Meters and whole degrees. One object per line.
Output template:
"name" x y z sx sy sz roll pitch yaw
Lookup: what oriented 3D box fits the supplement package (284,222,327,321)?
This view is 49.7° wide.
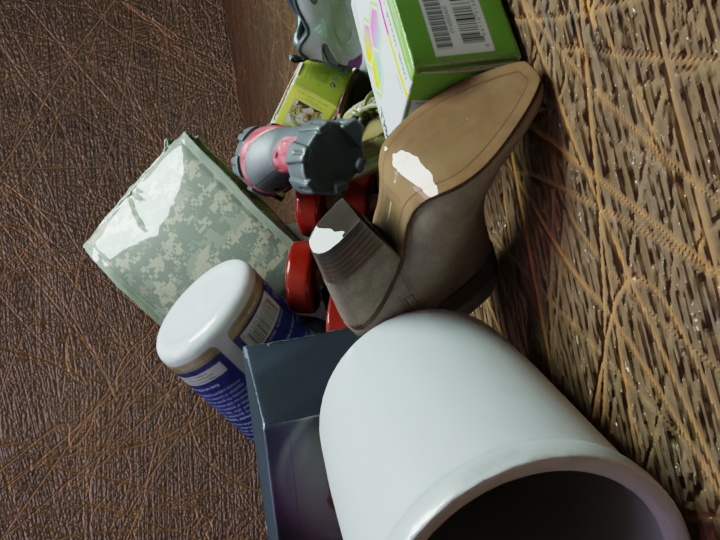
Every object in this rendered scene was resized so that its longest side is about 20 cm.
"supplement package" -0.083 0.021 0.959 0.152 0.194 0.155 -41 -57 -88

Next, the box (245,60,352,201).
"box" -0.064 -0.151 0.791 0.200 0.049 0.077 -47 20 60

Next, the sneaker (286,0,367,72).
"sneaker" -0.027 -0.270 0.648 0.078 0.136 0.205 -125 36 -63

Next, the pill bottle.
"pill bottle" -0.087 0.097 0.734 0.201 0.115 0.116 49 -176 -27

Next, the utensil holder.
"utensil holder" 0.065 0.133 0.458 0.200 0.165 0.175 -121 25 -69

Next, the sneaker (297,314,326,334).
"sneaker" -0.059 0.138 0.873 0.070 0.076 0.205 -44 -34 -54

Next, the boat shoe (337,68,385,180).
"boat shoe" 0.005 -0.135 0.694 0.201 0.072 0.064 -96 -15 -67

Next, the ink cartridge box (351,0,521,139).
"ink cartridge box" 0.040 -0.148 0.588 0.201 0.074 0.151 105 154 -63

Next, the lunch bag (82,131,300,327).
"lunch bag" -0.169 -0.023 0.823 0.200 0.164 0.118 44 -178 -8

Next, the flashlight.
"flashlight" -0.058 -0.091 0.653 0.199 0.066 0.070 -154 56 -67

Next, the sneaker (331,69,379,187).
"sneaker" -0.016 -0.141 0.851 0.203 0.085 0.075 94 163 -46

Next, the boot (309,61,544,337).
"boot" 0.060 -0.029 0.528 0.146 0.198 0.071 40 -161 -47

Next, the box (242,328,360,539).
"box" 0.012 0.161 0.654 0.124 0.193 0.205 -121 24 -62

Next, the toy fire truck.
"toy fire truck" 0.000 0.000 0.771 0.169 0.109 0.205 74 -161 -58
